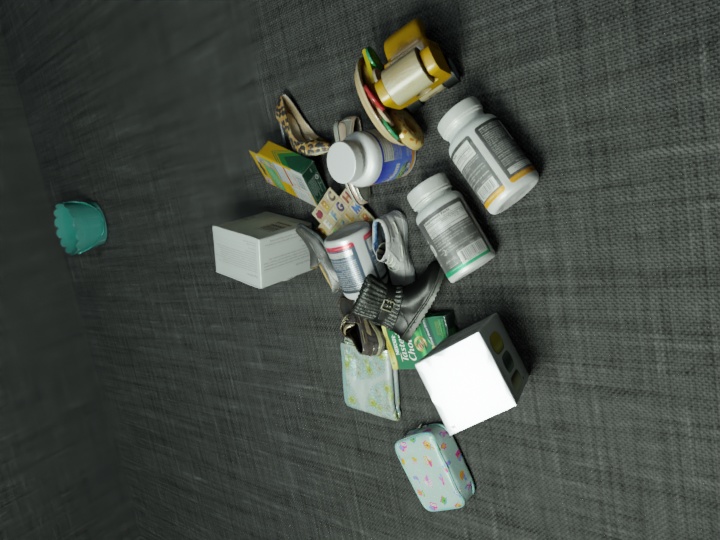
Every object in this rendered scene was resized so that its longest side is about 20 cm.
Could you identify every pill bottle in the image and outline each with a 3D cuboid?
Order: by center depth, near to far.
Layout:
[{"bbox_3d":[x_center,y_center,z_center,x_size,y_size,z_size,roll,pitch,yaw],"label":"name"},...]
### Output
[{"bbox_3d":[0.238,-0.219,1.122,0.116,0.115,0.203,-43,74,42],"label":"pill bottle"},{"bbox_3d":[0.183,-0.089,1.219,0.113,0.112,0.204,-36,79,43],"label":"pill bottle"},{"bbox_3d":[0.023,-0.240,1.253,0.110,0.198,0.115,16,116,37],"label":"pill bottle"},{"bbox_3d":[0.000,0.000,1.406,0.118,0.119,0.205,-6,112,43],"label":"pill bottle"}]

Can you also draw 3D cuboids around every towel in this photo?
[{"bbox_3d":[0.024,0.279,1.538,0.168,0.048,0.206,9,110,41],"label":"towel"}]

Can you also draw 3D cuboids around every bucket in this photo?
[{"bbox_3d":[-1.117,-0.178,2.367,0.204,0.133,0.213,17,117,37],"label":"bucket"}]

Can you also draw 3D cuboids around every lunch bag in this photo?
[{"bbox_3d":[0.177,0.478,1.446,0.159,0.076,0.204,-31,83,45],"label":"lunch bag"}]

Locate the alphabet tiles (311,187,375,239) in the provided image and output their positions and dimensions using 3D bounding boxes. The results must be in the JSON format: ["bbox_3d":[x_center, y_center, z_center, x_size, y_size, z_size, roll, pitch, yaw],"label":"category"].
[{"bbox_3d":[-0.031,-0.100,1.455,0.200,0.006,0.167,47,132,4],"label":"alphabet tiles"}]

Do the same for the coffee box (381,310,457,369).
[{"bbox_3d":[0.143,0.167,1.391,0.197,0.043,0.127,-9,98,44],"label":"coffee box"}]

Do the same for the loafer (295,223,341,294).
[{"bbox_3d":[-0.102,-0.032,1.494,0.200,0.072,0.073,47,172,8],"label":"loafer"}]

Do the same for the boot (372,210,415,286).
[{"bbox_3d":[0.068,-0.029,1.357,0.072,0.094,0.206,1,105,41],"label":"boot"}]

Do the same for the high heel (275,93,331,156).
[{"bbox_3d":[-0.142,-0.358,1.451,0.197,0.070,0.147,17,120,47],"label":"high heel"}]

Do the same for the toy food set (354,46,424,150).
[{"bbox_3d":[0.054,-0.343,1.197,0.048,0.196,0.205,-25,68,27],"label":"toy food set"}]

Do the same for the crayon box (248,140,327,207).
[{"bbox_3d":[-0.180,-0.249,1.497,0.197,0.052,0.127,28,160,32],"label":"crayon box"}]

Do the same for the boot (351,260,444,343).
[{"bbox_3d":[0.086,0.040,1.308,0.155,0.079,0.214,31,102,1],"label":"boot"}]

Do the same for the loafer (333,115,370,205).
[{"bbox_3d":[-0.009,-0.256,1.372,0.062,0.071,0.206,-14,92,36],"label":"loafer"}]

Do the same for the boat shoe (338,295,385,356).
[{"bbox_3d":[-0.011,0.133,1.477,0.201,0.072,0.076,50,131,42],"label":"boat shoe"}]

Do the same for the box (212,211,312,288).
[{"bbox_3d":[-0.256,-0.060,1.572,0.196,0.197,0.135,16,114,37],"label":"box"}]

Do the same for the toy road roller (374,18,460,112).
[{"bbox_3d":[0.095,-0.400,1.132,0.121,0.199,0.149,-27,90,27],"label":"toy road roller"}]

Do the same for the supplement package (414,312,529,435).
[{"bbox_3d":[0.230,0.202,1.191,0.149,0.199,0.155,-30,84,23],"label":"supplement package"}]
